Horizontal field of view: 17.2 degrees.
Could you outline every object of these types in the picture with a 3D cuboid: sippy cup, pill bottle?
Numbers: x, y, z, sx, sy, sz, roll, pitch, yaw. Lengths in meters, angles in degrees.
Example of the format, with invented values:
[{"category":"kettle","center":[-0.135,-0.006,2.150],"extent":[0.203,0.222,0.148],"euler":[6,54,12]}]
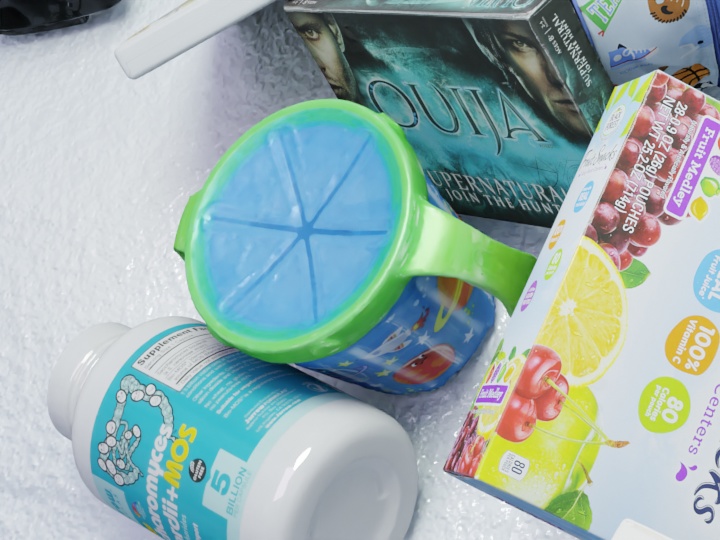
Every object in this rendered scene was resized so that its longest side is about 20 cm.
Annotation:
[{"category":"sippy cup","center":[0.000,0.000,1.214],"extent":[0.140,0.130,0.178],"euler":[-46,52,7]},{"category":"pill bottle","center":[-0.074,0.092,1.235],"extent":[0.200,0.111,0.111],"euler":[24,83,39]}]

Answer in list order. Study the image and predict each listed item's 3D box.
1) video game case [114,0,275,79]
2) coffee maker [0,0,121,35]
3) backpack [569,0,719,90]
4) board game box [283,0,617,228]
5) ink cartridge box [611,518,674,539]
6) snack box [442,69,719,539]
[{"category":"video game case","center":[-0.023,-0.177,1.301],"extent":[0.199,0.182,0.023],"euler":[-28,99,21]},{"category":"coffee maker","center":[-0.215,-0.255,1.492],"extent":[0.192,0.134,0.201],"euler":[-21,55,52]},{"category":"backpack","center":[0.132,-0.174,1.184],"extent":[0.153,0.200,0.191],"euler":[-15,64,12]},{"category":"board game box","center":[0.056,-0.082,1.183],"extent":[0.028,0.136,0.200],"euler":[-44,29,-24]},{"category":"ink cartridge box","center":[0.178,0.211,0.970],"extent":[0.125,0.200,0.129],"euler":[23,82,56]},{"category":"snack box","center":[0.156,0.037,1.074],"extent":[0.201,0.168,0.068],"euler":[-64,10,-7]}]
